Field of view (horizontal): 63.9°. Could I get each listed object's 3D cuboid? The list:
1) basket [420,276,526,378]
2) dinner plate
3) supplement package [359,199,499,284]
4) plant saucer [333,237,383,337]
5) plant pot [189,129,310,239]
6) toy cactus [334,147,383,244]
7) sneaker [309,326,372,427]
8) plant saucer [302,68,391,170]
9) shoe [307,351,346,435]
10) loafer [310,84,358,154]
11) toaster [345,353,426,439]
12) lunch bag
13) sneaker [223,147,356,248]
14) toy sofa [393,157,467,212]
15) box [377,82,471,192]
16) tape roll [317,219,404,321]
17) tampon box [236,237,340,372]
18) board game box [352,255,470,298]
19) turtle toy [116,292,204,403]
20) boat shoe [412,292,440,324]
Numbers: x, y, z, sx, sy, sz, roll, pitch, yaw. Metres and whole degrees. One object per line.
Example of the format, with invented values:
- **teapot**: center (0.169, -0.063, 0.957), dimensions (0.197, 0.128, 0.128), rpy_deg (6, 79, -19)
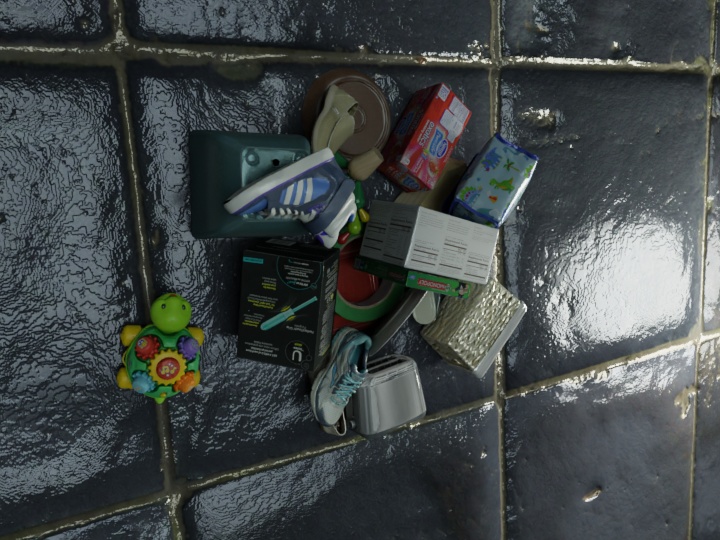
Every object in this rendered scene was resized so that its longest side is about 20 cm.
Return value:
- **basket**: center (0.248, 0.116, 1.294), dimensions (0.123, 0.135, 0.200), rpy_deg (41, 78, -23)
- **dinner plate**: center (0.074, 0.091, 1.172), dimensions (0.024, 0.200, 0.200), rpy_deg (40, 78, -1)
- **supplement package**: center (0.128, -0.054, 1.091), dimensions (0.199, 0.156, 0.111), rpy_deg (12, 93, -33)
- **plant saucer**: center (-0.041, 0.043, 1.190), dimensions (0.199, 0.037, 0.201), rpy_deg (-14, 103, -26)
- **plant pot**: center (-0.178, -0.148, 0.999), dimensions (0.195, 0.200, 0.198), rpy_deg (-3, 98, -26)
- **toy cactus**: center (-0.024, -0.165, 1.083), dimensions (0.102, 0.165, 0.201), rpy_deg (19, 44, -54)
- **sneaker**: center (-0.034, 0.210, 1.134), dimensions (0.077, 0.086, 0.201), rpy_deg (25, 76, -37)
- **plant saucer**: center (-0.018, -0.303, 1.155), dimensions (0.199, 0.034, 0.201), rpy_deg (-4, 98, -27)
- **shoe**: center (-0.063, 0.249, 1.196), dimensions (0.070, 0.053, 0.201), rpy_deg (-16, 104, -25)
- **loafer**: center (-0.047, -0.255, 1.043), dimensions (0.068, 0.076, 0.201), rpy_deg (13, 62, -2)
- **toaster**: center (0.056, 0.260, 1.227), dimensions (0.199, 0.113, 0.130), rpy_deg (-14, 101, -29)
- **lunch bag**: center (0.259, -0.159, 1.191), dimensions (0.127, 0.200, 0.170), rpy_deg (33, 83, 9)
- **sneaker**: center (-0.094, -0.088, 0.892), dimensions (0.200, 0.080, 0.147), rpy_deg (-33, 106, -26)
- **toy sofa**: center (0.147, -0.150, 1.244), dimensions (0.200, 0.097, 0.083), rpy_deg (-53, 140, -12)
- **box**: center (0.130, -0.270, 1.190), dimensions (0.100, 0.095, 0.201), rpy_deg (35, 75, -28)
- **tape roll**: center (0.000, 0.000, 1.157), dimensions (0.199, 0.048, 0.202), rpy_deg (-4, 99, -27)
- **tampon box**: center (-0.128, 0.058, 1.048), dimensions (0.149, 0.126, 0.201), rpy_deg (10, 105, 10)
- **board game box**: center (0.089, 0.010, 1.064), dimensions (0.134, 0.200, 0.029), rpy_deg (13, 93, -28)
- **turtle toy**: center (-0.341, 0.137, 1.009), dimensions (0.145, 0.101, 0.201), rpy_deg (4, 95, -28)
- **boat shoe**: center (0.145, 0.016, 1.280), dimensions (0.062, 0.072, 0.201), rpy_deg (-2, 92, -70)
